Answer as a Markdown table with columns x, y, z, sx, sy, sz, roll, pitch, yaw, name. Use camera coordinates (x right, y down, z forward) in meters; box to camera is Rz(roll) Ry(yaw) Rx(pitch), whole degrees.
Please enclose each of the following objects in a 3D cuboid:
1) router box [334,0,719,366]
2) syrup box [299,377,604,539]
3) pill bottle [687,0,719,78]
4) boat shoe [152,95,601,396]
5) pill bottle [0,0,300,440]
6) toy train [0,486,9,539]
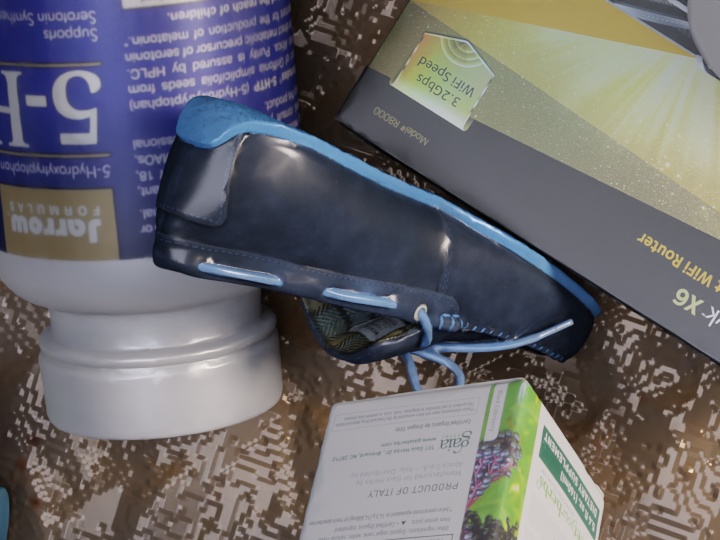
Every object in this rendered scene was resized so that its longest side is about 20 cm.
| x | y | z | sx | sy | sz | roll | pitch | yaw | name |
| --- | --- | --- | --- | --- | --- | --- | --- | --- | --- |
| 0.116 | -0.066 | 0.944 | 0.200 | 0.052 | 0.157 | 32 | 92 | 10 | router box |
| 0.020 | 0.142 | 0.874 | 0.081 | 0.079 | 0.200 | -9 | 48 | 27 | syrup box |
| 0.171 | -0.143 | 0.858 | 0.112 | 0.200 | 0.113 | 16 | 140 | 14 | pill bottle |
| 0.000 | 0.000 | 0.925 | 0.084 | 0.200 | 0.069 | 22 | 88 | 55 | boat shoe |
| -0.081 | -0.046 | 0.958 | 0.119 | 0.120 | 0.200 | -2 | 104 | 13 | pill bottle |
| -0.198 | 0.058 | 0.970 | 0.115 | 0.200 | 0.085 | 3 | 53 | 3 | toy train |
